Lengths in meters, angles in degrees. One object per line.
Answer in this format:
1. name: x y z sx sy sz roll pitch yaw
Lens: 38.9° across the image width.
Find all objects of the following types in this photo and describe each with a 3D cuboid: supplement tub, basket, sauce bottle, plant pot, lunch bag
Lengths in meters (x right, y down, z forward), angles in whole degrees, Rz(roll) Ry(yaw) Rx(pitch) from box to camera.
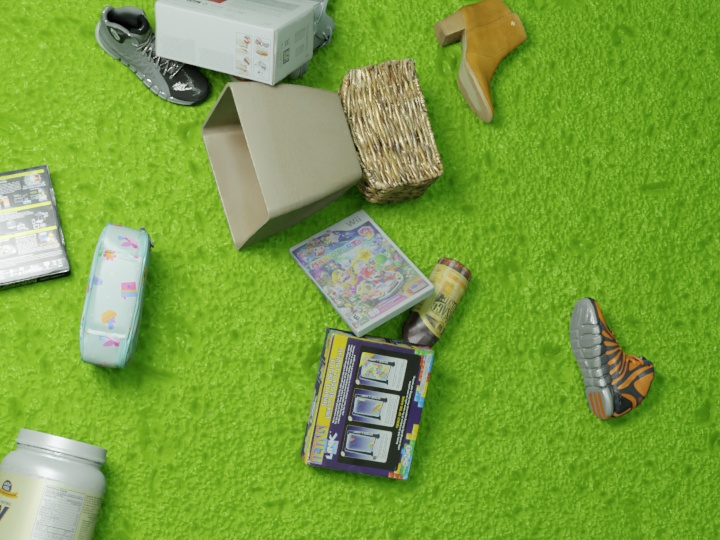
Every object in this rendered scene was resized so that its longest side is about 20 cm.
1. supplement tub: -0.424 0.325 1.363 0.143 0.145 0.204 16 75 -12
2. basket: 0.031 -0.209 1.606 0.140 0.149 0.204 -14 85 -11
3. sauce bottle: 0.107 0.078 1.609 0.065 0.066 0.202 30 77 -8
4. plant pot: -0.112 -0.169 1.529 0.174 0.199 0.203 -16 84 -24
5. lunch bag: -0.342 0.035 1.440 0.076 0.160 0.204 10 82 -8

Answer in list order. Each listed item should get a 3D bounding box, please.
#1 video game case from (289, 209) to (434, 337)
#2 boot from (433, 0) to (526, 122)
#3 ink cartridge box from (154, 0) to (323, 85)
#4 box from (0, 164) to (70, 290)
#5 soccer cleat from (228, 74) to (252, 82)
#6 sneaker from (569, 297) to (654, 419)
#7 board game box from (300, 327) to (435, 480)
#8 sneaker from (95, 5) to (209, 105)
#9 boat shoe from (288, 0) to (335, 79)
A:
1. video game case: 0.000 0.000 1.558 0.142 0.018 0.200 -29 53 -18
2. boot: 0.225 -0.363 1.724 0.142 0.071 0.204 -23 81 -16
3. ink cartridge box: -0.174 -0.359 1.507 0.197 0.085 0.176 17 33 18
4. box: -0.529 -0.053 1.460 0.197 0.044 0.163 -13 83 -18
5. soccer cleat: -0.169 -0.397 1.616 0.067 0.073 0.204 11 77 -14
6. sneaker: 0.417 0.137 1.689 0.110 0.077 0.204 -13 94 -22
7. board game box: 0.010 0.200 1.530 0.162 0.057 0.204 12 95 -12
8. sneaker: -0.313 -0.329 1.539 0.198 0.115 0.076 32 72 -8
9. boat shoe: -0.074 -0.401 1.646 0.070 0.070 0.205 11 74 -10
